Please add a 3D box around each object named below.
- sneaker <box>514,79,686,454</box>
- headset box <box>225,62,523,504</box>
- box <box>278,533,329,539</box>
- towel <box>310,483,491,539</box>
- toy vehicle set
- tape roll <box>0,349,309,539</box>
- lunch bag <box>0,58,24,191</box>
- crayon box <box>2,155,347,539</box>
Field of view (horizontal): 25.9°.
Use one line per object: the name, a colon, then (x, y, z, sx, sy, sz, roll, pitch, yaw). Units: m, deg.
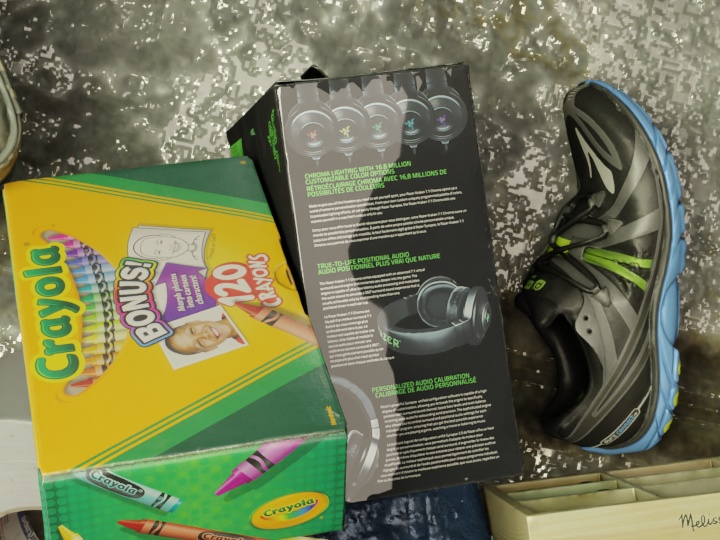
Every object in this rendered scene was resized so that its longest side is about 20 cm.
sneaker: (0.124, -0.002, 0.830, 0.082, 0.071, 0.200, -1, 92, -12)
headset box: (0.000, 0.000, 0.763, 0.092, 0.174, 0.201, -8, 91, -12)
box: (0.020, 0.162, 0.704, 0.200, 0.075, 0.050, 30, 70, -43)
towel: (0.029, 0.207, 0.811, 0.111, 0.049, 0.201, -10, 81, -12)
toy vehicle set: (0.171, 0.119, 0.806, 0.199, 0.124, 0.027, -6, 90, -7)
tape roll: (-0.128, 0.136, 0.750, 0.200, 0.066, 0.201, 7, 121, 12)
lunch bag: (-0.254, -0.096, 0.744, 0.139, 0.168, 0.200, -25, 90, -17)
crayon box: (-0.086, 0.032, 0.673, 0.118, 0.200, 0.058, -7, 128, -13)
